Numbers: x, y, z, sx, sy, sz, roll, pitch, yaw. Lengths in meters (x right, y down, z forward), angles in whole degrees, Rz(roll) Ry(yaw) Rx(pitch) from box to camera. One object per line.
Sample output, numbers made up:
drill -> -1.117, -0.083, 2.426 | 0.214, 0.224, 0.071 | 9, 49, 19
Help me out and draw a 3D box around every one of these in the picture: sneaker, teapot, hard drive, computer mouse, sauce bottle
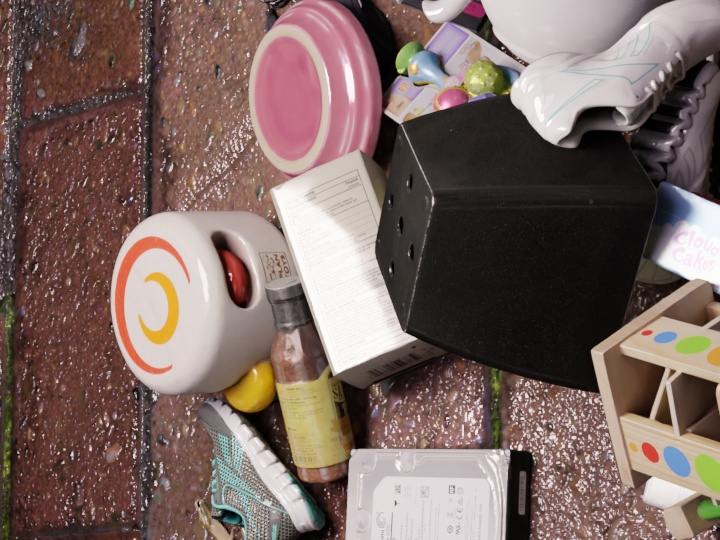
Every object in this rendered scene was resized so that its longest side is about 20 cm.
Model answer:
sneaker -> 0.269, -0.082, 1.612 | 0.075, 0.081, 0.200 | -132, 62, -69
teapot -> 0.188, -0.233, 1.658 | 0.200, 0.197, 0.146 | 52, 135, 51
hard drive -> 0.069, 0.236, 1.769 | 0.200, 0.038, 0.140 | -4, 79, 44
computer mouse -> -0.049, -0.260, 1.962 | 0.140, 0.046, 0.200 | -40, 58, 30
sneaker -> 0.229, -0.157, 1.555 | 0.200, 0.070, 0.080 | -25, 52, -3
sneaker -> -0.123, 0.210, 1.908 | 0.091, 0.078, 0.200 | -40, 51, -2
sauce bottle -> -0.051, 0.105, 1.835 | 0.066, 0.066, 0.200 | 4, 112, 43

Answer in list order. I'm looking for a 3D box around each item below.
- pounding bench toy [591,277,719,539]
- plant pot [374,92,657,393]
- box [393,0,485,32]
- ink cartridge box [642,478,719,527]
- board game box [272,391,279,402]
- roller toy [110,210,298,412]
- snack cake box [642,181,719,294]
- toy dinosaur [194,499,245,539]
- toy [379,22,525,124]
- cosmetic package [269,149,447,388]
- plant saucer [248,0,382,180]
pounding bench toy -> 0.292, 0.132, 1.437 | 0.156, 0.124, 0.200 | 17, 130, 50
plant pot -> 0.118, -0.032, 1.594 | 0.200, 0.177, 0.200 | -110, 26, -55
box -> 0.039, -0.331, 1.841 | 0.200, 0.122, 0.106 | 41, 110, 40
ink cartridge box -> 0.337, 0.139, 1.533 | 0.200, 0.050, 0.161 | 14, 92, 39
board game box -> -0.053, 0.049, 1.922 | 0.200, 0.028, 0.135 | -25, 65, 38
roller toy -> -0.149, 0.032, 1.900 | 0.200, 0.140, 0.183 | 31, 115, 44
snack cake box -> 0.334, 0.000, 1.509 | 0.200, 0.115, 0.067 | 29, 103, 43
toy dinosaur -> -0.129, 0.324, 1.938 | 0.101, 0.058, 0.200 | -41, 48, 48
toy -> 0.099, -0.166, 1.784 | 0.115, 0.047, 0.200 | -50, 45, -1
cosmetic package -> 0.000, 0.000, 1.810 | 0.103, 0.087, 0.200 | -23, 72, 13
plant saucer -> -0.054, -0.174, 1.911 | 0.200, 0.051, 0.201 | 13, 106, 54
